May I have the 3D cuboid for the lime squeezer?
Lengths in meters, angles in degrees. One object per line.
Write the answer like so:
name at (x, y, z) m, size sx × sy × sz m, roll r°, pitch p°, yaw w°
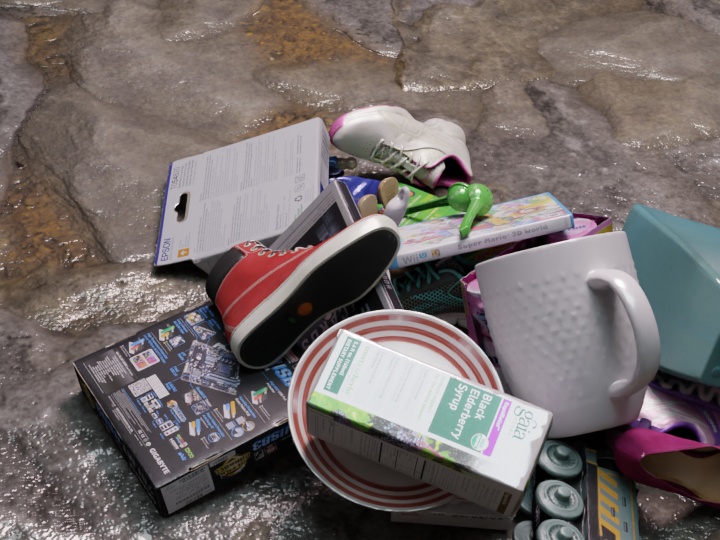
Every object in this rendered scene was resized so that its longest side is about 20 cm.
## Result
lime squeezer at (0.109, -0.068, 1.528) m, size 0.071 × 0.038 × 0.200 m, roll -47°, pitch 19°, yaw -5°

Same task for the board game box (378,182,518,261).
board game box at (0.079, -0.053, 1.618) m, size 0.096 × 0.030 × 0.200 m, roll -29°, pitch 41°, yaw -36°

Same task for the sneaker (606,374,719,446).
sneaker at (0.273, 0.146, 1.369) m, size 0.200 × 0.081 × 0.088 m, roll 14°, pitch 46°, yaw 9°

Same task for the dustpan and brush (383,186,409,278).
dustpan and brush at (0.000, 0.000, 1.434) m, size 0.057 × 0.200 × 0.140 m, roll -3°, pitch 35°, yaw -35°

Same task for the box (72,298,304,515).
box at (-0.151, 0.119, 1.348) m, size 0.198 × 0.050 × 0.200 m, roll -25°, pitch 46°, yaw -21°

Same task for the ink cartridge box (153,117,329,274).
ink cartridge box at (-0.134, -0.081, 1.602) m, size 0.200 × 0.041 × 0.200 m, roll -14°, pitch 41°, yaw 13°

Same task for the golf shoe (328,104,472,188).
golf shoe at (0.057, -0.148, 1.696) m, size 0.200 × 0.075 × 0.092 m, roll 5°, pitch 46°, yaw -30°

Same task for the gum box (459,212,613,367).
gum box at (0.192, 0.030, 1.463) m, size 0.066 × 0.114 × 0.200 m, roll 10°, pitch 32°, yaw 44°

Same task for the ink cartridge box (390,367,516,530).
ink cartridge box at (0.088, 0.178, 1.307) m, size 0.115 × 0.068 × 0.200 m, roll 4°, pitch 37°, yaw 2°

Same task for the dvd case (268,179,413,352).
dvd case at (-0.033, 0.030, 1.396) m, size 0.025 × 0.150 × 0.200 m, roll 16°, pitch 40°, yaw -43°

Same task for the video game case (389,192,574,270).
video game case at (0.122, -0.045, 1.502) m, size 0.200 × 0.018 × 0.143 m, roll -13°, pitch 13°, yaw 0°

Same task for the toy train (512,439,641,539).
toy train at (0.201, 0.236, 1.244) m, size 0.114 × 0.085 × 0.200 m, roll 18°, pitch 35°, yaw -5°

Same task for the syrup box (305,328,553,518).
syrup box at (0.058, 0.133, 1.195) m, size 0.200 × 0.081 × 0.079 m, roll 21°, pitch 64°, yaw 9°

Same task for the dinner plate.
dinner plate at (0.033, 0.128, 1.256) m, size 0.200 × 0.024 × 0.200 m, roll 1°, pitch 60°, yaw -2°

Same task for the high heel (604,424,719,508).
high heel at (0.326, 0.194, 1.278) m, size 0.200 × 0.067 × 0.096 m, roll 14°, pitch 7°, yaw -7°

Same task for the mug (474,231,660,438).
mug at (0.209, 0.060, 1.279) m, size 0.148 × 0.175 × 0.200 m, roll -11°, pitch -4°, yaw -25°

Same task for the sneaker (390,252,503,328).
sneaker at (0.079, 0.015, 1.498) m, size 0.200 × 0.091 × 0.078 m, roll -3°, pitch 37°, yaw -10°

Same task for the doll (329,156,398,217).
doll at (-0.048, -0.103, 1.654) m, size 0.200 × 0.048 × 0.136 m, roll 18°, pitch 44°, yaw 37°

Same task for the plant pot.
plant pot at (0.347, 0.044, 1.382) m, size 0.141 × 0.141 × 0.200 m, roll 15°, pitch 16°, yaw -18°

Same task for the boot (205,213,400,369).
boot at (-0.063, -0.013, 1.357) m, size 0.200 × 0.072 × 0.144 m, roll -38°, pitch 41°, yaw 6°
